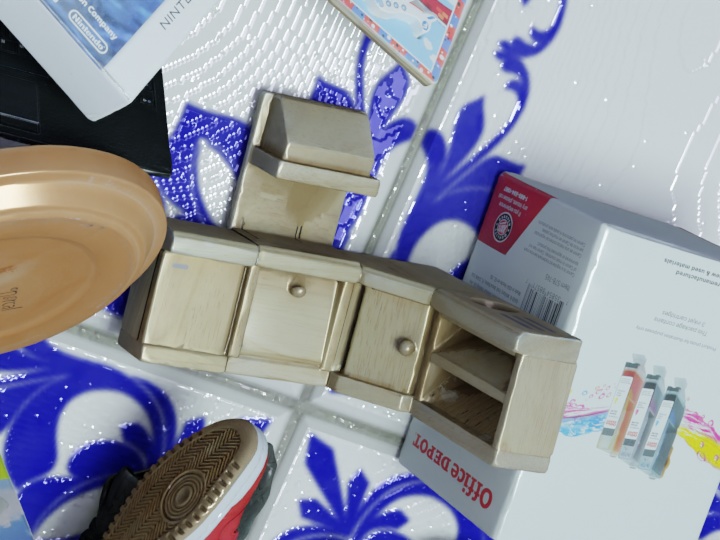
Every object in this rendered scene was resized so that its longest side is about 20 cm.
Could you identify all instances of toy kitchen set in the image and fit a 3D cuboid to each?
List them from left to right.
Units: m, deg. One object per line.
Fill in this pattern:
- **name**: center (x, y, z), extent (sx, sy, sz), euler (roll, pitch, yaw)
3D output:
- **toy kitchen set**: center (0.000, 0.000, 1.225), extent (0.200, 0.180, 0.163), euler (9, 100, -29)

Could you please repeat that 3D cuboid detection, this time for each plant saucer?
- **plant saucer**: center (-0.199, 0.000, 1.150), extent (0.200, 0.200, 0.032), euler (-10, 65, -20)

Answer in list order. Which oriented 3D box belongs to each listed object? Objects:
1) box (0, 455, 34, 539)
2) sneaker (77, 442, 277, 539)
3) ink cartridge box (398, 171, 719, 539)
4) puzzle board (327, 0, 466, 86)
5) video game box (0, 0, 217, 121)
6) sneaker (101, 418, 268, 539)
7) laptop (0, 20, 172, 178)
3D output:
- **box**: center (-0.235, 0.165, 1.160), extent (0.122, 0.200, 0.048), euler (-9, 127, -21)
- **sneaker**: center (-0.144, 0.162, 1.281), extent (0.200, 0.060, 0.104), euler (-9, 109, -26)
- **ink cartridge box**: center (0.140, 0.065, 1.324), extent (0.145, 0.145, 0.200), euler (16, 99, -26)
- **puzzle board**: center (-0.005, -0.219, 1.208), extent (0.200, 0.017, 0.151), euler (39, 53, -27)
- **video game box**: center (-0.144, -0.210, 1.125), extent (0.200, 0.047, 0.182), euler (49, 52, -20)
- **sneaker**: center (-0.095, 0.184, 1.239), extent (0.112, 0.071, 0.200), euler (36, 95, -32)
- **laptop**: center (-0.169, -0.170, 1.148), extent (0.177, 0.200, 0.103), euler (14, 135, -25)
